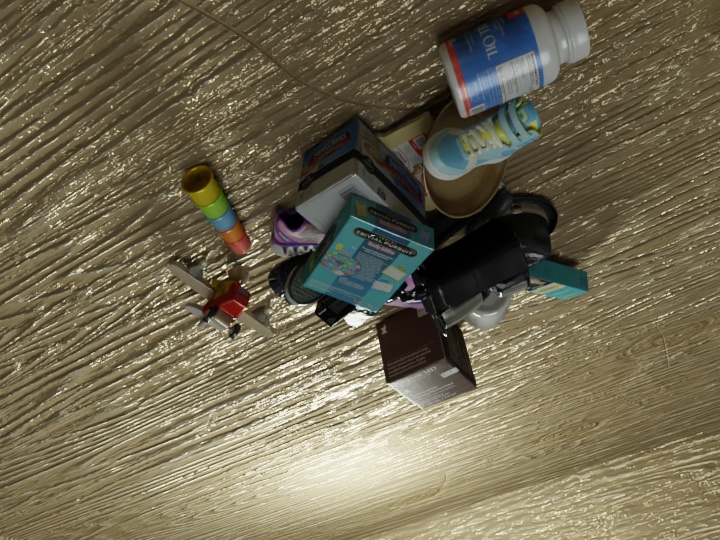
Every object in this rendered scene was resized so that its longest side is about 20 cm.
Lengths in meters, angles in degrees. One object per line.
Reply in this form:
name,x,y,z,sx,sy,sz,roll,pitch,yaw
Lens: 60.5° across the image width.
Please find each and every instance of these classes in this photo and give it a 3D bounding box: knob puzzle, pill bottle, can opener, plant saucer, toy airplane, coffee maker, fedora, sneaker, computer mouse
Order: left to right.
toy airplane,-0.273,0.056,1.253,0.195,0.143,0.201,22,161,22
sneaker,-0.131,0.029,1.197,0.144,0.203,0.078,-28,105,29
sneaker,-0.076,-0.085,1.149,0.194,0.082,0.090,-7,134,-5
sneaker,0.009,0.062,1.376,0.102,0.061,0.199,17,141,-30
computer mouse,0.078,0.042,1.109,0.058,0.199,0.035,-34,103,-14
knob puzzle,0.079,-0.178,1.095,0.213,0.031,0.222,2,141,2
plant saucer,0.169,-0.192,1.027,0.196,0.035,0.206,-14,114,-32
can opener,0.204,-0.099,1.199,0.199,0.068,0.053,-38,135,23
coffee maker,0.197,-0.006,1.125,0.197,0.136,0.194,-29,140,-4
pill bottle,0.273,0.066,1.368,0.111,0.117,0.200,-13,162,5
sneaker,0.191,-0.205,0.924,0.197,0.081,0.130,-25,178,-34
pill bottle,0.220,-0.310,0.890,0.195,0.114,0.113,-20,143,11
fedora,0.317,-0.058,1.258,0.195,0.093,0.203,-6,144,-5

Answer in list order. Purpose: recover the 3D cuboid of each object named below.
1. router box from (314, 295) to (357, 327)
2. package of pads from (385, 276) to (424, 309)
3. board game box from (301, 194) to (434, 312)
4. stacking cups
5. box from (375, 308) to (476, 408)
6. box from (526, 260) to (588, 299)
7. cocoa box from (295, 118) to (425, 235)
router box,0.000,0.000,1.208,0.051,0.151,0.199,38,125,-20
package of pads,0.109,0.017,1.282,0.120,0.077,0.198,-39,152,27
board game box,0.008,-0.021,1.018,0.148,0.048,0.201,20,139,-18
stacking cups,-0.250,-0.095,1.100,0.059,0.062,0.202,-14,143,5
box,0.161,0.208,1.510,0.163,0.167,0.200,-26,141,21
box,0.420,0.018,1.401,0.196,0.051,0.082,12,158,-28
cocoa box,0.006,-0.121,1.039,0.131,0.134,0.199,-25,133,32
